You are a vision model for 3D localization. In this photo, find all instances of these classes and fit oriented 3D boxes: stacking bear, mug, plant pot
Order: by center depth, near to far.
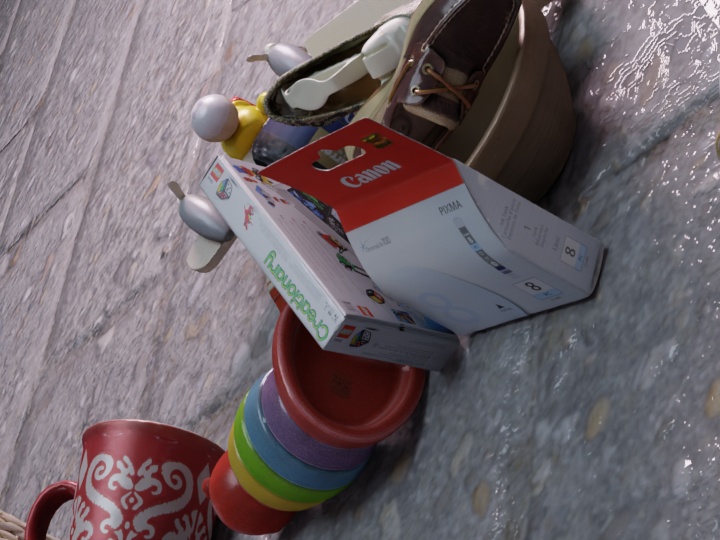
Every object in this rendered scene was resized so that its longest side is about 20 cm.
[{"bbox_3d":[0.095,-0.102,1.422,0.201,0.093,0.201,-46,27,32],"label":"plant pot"},{"bbox_3d":[-0.053,0.134,1.464,0.200,0.121,0.114,-52,16,44],"label":"stacking bear"},{"bbox_3d":[-0.201,0.250,1.617,0.177,0.133,0.200,-31,42,50],"label":"mug"}]

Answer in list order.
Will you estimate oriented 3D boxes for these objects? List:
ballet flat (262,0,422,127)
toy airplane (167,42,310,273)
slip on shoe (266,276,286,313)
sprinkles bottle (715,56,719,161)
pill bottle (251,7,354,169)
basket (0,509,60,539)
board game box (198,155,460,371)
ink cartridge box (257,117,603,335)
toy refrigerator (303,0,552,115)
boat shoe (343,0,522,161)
[{"bbox_3d":[0.005,-0.148,1.412,0.200,0.068,0.075,-20,3,39],"label":"ballet flat"},{"bbox_3d":[-0.093,-0.112,1.763,0.199,0.141,0.200,-31,38,50],"label":"toy airplane"},{"bbox_3d":[0.000,0.000,1.559,0.200,0.074,0.061,-27,77,43],"label":"slip on shoe"},{"bbox_3d":[0.255,-0.149,1.171,0.068,0.068,0.200,-36,34,46],"label":"sprinkles bottle"},{"bbox_3d":[-0.022,-0.114,1.627,0.200,0.112,0.112,-57,23,-5],"label":"pill bottle"},{"bbox_3d":[-0.312,0.312,1.692,0.136,0.200,0.123,-47,21,30],"label":"basket"},{"bbox_3d":[-0.024,-0.006,1.431,0.035,0.126,0.200,-55,48,19],"label":"board game box"},{"bbox_3d":[0.042,-0.026,1.311,0.160,0.200,0.047,-20,48,58],"label":"ink cartridge box"},{"bbox_3d":[0.059,-0.206,1.522,0.200,0.076,0.070,-37,56,5],"label":"toy refrigerator"},{"bbox_3d":[0.056,-0.126,1.336,0.200,0.072,0.072,-51,34,31],"label":"boat shoe"}]
